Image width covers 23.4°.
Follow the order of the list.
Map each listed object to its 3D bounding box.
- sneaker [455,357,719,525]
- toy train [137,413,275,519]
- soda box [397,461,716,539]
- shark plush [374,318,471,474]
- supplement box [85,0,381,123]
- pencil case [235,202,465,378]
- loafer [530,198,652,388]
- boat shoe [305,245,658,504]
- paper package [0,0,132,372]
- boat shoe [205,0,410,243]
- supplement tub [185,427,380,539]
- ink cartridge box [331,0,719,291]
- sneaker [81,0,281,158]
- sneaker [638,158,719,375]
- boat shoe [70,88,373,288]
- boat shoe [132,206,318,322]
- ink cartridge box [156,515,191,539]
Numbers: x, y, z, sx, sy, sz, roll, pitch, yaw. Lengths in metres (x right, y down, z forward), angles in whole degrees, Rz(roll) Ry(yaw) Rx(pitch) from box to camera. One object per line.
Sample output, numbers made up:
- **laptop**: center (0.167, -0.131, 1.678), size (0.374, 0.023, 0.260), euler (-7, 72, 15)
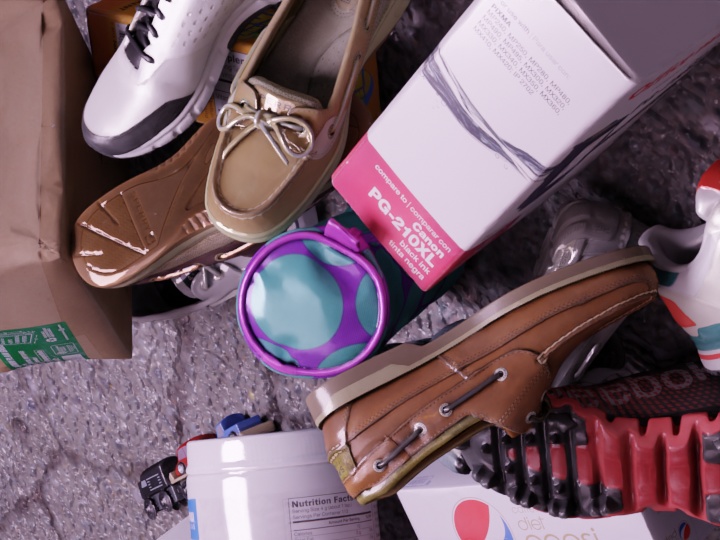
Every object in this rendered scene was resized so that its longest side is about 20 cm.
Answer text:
- **sneaker**: center (0.153, 0.091, 0.955), size (0.199, 0.098, 0.071), euler (3, 113, 17)
- **toy train**: center (-0.121, 0.149, 1.345), size (0.200, 0.034, 0.046), euler (-32, 79, 51)
- **soda box**: center (0.118, 0.146, 1.075), size (0.199, 0.064, 0.068), euler (-11, 107, 49)
- **shark plush**: center (0.021, 0.057, 1.078), size (0.200, 0.083, 0.092), euler (-129, 48, -76)
- **supplement box**: center (-0.082, -0.130, 1.092), size (0.199, 0.066, 0.069), euler (20, 125, 35)
- **pencil case**: center (0.000, 0.000, 0.990), size (0.085, 0.200, 0.093), euler (35, 108, 7)
- **loafer**: center (0.118, 0.048, 1.001), size (0.069, 0.070, 0.201), euler (17, 131, -3)
- **boat shoe**: center (0.073, 0.057, 0.907), size (0.199, 0.072, 0.068), euler (-28, 73, 9)
- **paper package**: center (-0.219, -0.050, 1.133), size (0.200, 0.103, 0.192), euler (78, -172, -69)
- **boat shoe**: center (-0.031, -0.112, 0.955), size (0.073, 0.201, 0.063), euler (27, 170, 21)
- **supplement tub**: center (-0.048, 0.210, 1.183), size (0.132, 0.131, 0.202), euler (-12, 82, 48)
- **ink cartridge box**: center (0.095, -0.096, 0.872), size (0.084, 0.145, 0.200), euler (50, 140, 5)
- **sneaker**: center (-0.106, -0.155, 1.014), size (0.200, 0.080, 0.074), euler (-52, 55, 10)
- **sneaker**: center (0.214, -0.021, 0.860), size (0.094, 0.070, 0.200), euler (50, 143, -2)
- **boat shoe**: center (-0.073, -0.043, 1.026), size (0.199, 0.072, 0.072), euler (-30, 69, 15)
- **boat shoe**: center (-0.104, -0.010, 1.193), size (0.200, 0.066, 0.072), euler (-21, 99, 50)
- **ink cartridge box**: center (-0.077, 0.284, 1.331), size (0.200, 0.085, 0.145), euler (44, 149, 13)
